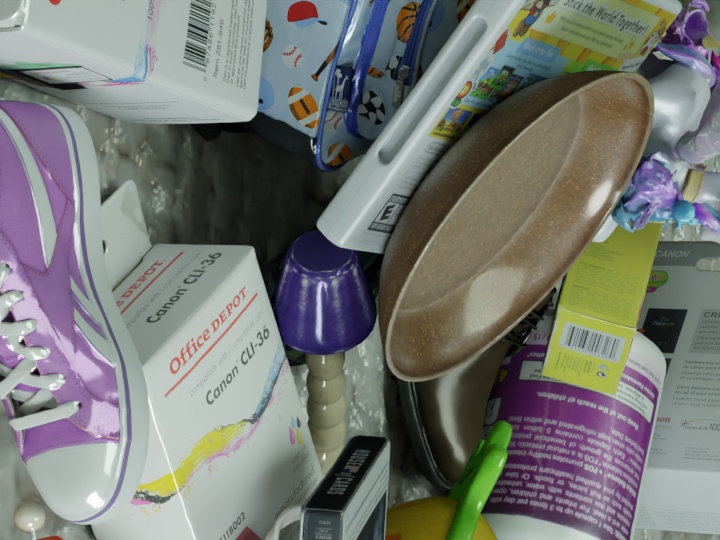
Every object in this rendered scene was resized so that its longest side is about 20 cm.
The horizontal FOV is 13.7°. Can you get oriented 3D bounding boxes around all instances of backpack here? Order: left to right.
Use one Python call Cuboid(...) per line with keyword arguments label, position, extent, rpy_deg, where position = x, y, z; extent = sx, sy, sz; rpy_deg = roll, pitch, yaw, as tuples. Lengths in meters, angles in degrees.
Cuboid(label="backpack", position=(0.017, -0.157, 1.578), extent=(0.200, 0.154, 0.191), rpy_deg=(-26, 127, -57))

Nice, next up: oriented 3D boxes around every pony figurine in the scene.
Cuboid(label="pony figurine", position=(0.178, -0.092, 1.696), extent=(0.167, 0.200, 0.193), rpy_deg=(-64, 169, -72))

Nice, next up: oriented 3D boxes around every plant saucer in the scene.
Cuboid(label="plant saucer", position=(0.073, -0.031, 1.556), extent=(0.200, 0.037, 0.200), rpy_deg=(-40, 156, -21))

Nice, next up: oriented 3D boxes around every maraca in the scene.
Cuboid(label="maraca", position=(0.035, 0.176, 1.666), extent=(0.200, 0.107, 0.137), rpy_deg=(-63, -175, -20))

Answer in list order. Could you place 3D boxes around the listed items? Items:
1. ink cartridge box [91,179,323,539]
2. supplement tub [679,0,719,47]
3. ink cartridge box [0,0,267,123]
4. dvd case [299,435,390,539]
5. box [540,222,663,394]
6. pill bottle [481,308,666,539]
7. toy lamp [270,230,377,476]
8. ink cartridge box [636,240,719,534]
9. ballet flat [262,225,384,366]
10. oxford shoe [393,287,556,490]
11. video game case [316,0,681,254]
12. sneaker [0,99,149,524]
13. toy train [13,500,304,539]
Cuboid(label="ink cartridge box", position=(-0.091, 0.066, 1.502), extent=(0.117, 0.067, 0.200), rpy_deg=(-50, 132, -46))
Cuboid(label="supplement tub", position=(0.186, -0.208, 1.840), extent=(0.145, 0.200, 0.146), rpy_deg=(-3, 93, -59))
Cuboid(label="ink cartridge box", position=(-0.127, -0.160, 1.421), extent=(0.200, 0.084, 0.145), rpy_deg=(18, 75, -59))
Cuboid(label="dvd case", position=(-0.012, 0.195, 1.481), extent=(0.150, 0.025, 0.200), rpy_deg=(-50, 144, -76))
Cuboid(label="box", position=(0.156, -0.029, 1.792), extent=(0.075, 0.050, 0.200), rpy_deg=(100, 8, -53))
Cuboid(label="pill bottle", position=(0.114, 0.134, 1.810), extent=(0.112, 0.112, 0.200), rpy_deg=(44, 54, -51))
Cuboid(label="toy lamp", position=(-0.019, 0.063, 1.579), extent=(0.058, 0.058, 0.200), rpy_deg=(-57, 155, -43))
Cuboid(label="ink cartridge box", position=(0.229, 0.074, 1.916), extent=(0.084, 0.200, 0.176), rpy_deg=(54, 47, -46))
Cuboid(label="ballet flat", position=(0.000, 0.000, 1.675), extent=(0.200, 0.074, 0.074), rpy_deg=(-31, 117, -53))
Cuboid(label="oxford shoe", position=(0.069, 0.030, 1.761), extent=(0.073, 0.084, 0.200), rpy_deg=(13, 81, -61))
Cuboid(label="video game case", position=(0.075, -0.083, 1.554), extent=(0.182, 0.023, 0.200), rpy_deg=(-54, 158, 13))
Cuboid(label="sneaker", position=(-0.166, 0.021, 1.370), extent=(0.114, 0.073, 0.201), rpy_deg=(-2, 76, -56))
Cuboid(label="toy train", position=(-0.096, 0.181, 1.439), extent=(0.200, 0.056, 0.150), rpy_deg=(-5, 111, -30))
